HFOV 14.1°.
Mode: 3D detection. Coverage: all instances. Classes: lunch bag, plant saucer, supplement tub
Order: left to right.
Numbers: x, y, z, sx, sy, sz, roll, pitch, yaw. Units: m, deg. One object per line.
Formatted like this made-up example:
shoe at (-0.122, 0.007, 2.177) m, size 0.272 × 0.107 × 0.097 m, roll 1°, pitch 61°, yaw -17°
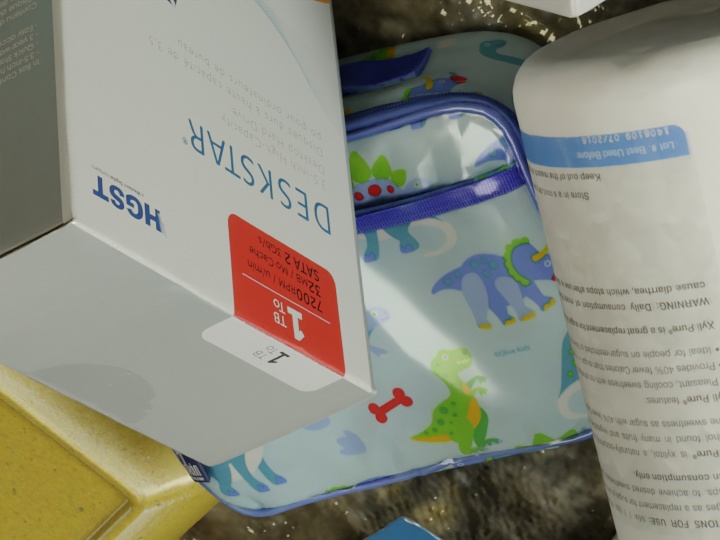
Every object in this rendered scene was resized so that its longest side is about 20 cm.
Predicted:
plant saucer at (-0.172, 0.078, 1.226) m, size 0.200 × 0.048 × 0.200 m, roll 38°, pitch 126°, yaw -10°
lunch bag at (0.000, 0.000, 1.096) m, size 0.199 × 0.083 × 0.161 m, roll -12°, pitch 117°, yaw 24°
supplement tub at (0.135, 0.010, 0.996) m, size 0.132 × 0.132 × 0.201 m, roll -8°, pitch 103°, yaw 23°

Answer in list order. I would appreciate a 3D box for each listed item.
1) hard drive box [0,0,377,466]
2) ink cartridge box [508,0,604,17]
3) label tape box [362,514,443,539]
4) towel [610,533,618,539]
hard drive box at (-0.078, -0.057, 0.973) m, size 0.077 × 0.201 × 0.156 m, roll -24°, pitch 146°, yaw 29°
ink cartridge box at (0.026, -0.198, 0.912) m, size 0.146 × 0.084 × 0.201 m, roll 19°, pitch 134°, yaw 41°
label tape box at (0.058, 0.194, 1.170) m, size 0.200 × 0.066 × 0.143 m, roll 40°, pitch 158°, yaw -3°
towel at (0.162, 0.151, 1.185) m, size 0.152 × 0.023 × 0.200 m, roll 31°, pitch 129°, yaw -3°
